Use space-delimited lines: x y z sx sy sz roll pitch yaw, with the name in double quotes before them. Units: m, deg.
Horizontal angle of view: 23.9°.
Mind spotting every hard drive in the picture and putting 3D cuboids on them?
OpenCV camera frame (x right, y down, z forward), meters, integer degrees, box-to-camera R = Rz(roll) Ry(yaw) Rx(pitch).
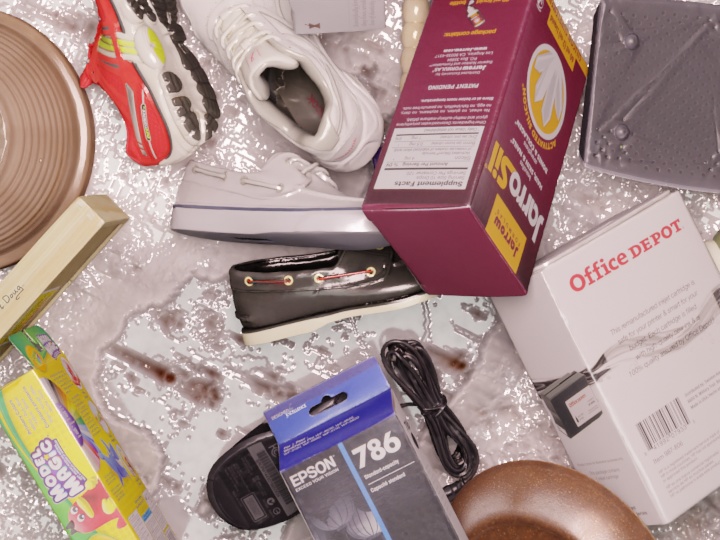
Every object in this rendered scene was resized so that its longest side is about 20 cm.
"hard drive" 0.257 -0.126 1.257 0.198 0.042 0.137 5 92 -16

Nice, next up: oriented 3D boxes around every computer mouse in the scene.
"computer mouse" -0.010 0.147 1.292 0.199 0.046 0.141 -34 108 4

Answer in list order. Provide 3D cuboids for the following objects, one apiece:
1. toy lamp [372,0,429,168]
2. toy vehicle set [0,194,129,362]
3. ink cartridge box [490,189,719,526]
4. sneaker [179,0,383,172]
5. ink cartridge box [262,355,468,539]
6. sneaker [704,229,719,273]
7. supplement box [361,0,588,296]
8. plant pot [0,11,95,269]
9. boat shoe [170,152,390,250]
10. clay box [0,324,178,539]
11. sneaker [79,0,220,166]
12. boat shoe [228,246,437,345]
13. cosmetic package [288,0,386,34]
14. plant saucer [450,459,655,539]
"toy lamp" 0.038 -0.143 1.271 0.057 0.058 0.203 3 90 0
"toy vehicle set" -0.252 0.027 1.242 0.026 0.124 0.200 42 92 -2
"ink cartridge box" 0.204 0.064 1.238 0.144 0.084 0.202 -27 92 -29
"sneaker" -0.066 -0.158 1.235 0.200 0.099 0.078 45 102 14
"ink cartridge box" 0.011 0.173 1.229 0.099 0.039 0.202 -28 90 8
"sneaker" 0.335 0.044 1.270 0.089 0.067 0.201 -33 89 7
"supplement box" 0.085 -0.095 1.193 0.085 0.111 0.202 0 58 31
"plant pot" -0.300 -0.098 1.254 0.198 0.093 0.204 0 92 1
"boat shoe" -0.055 -0.054 1.234 0.198 0.073 0.066 4 83 29
"clay box" -0.209 0.138 1.252 0.047 0.115 0.201 -32 91 2
"sneaker" -0.180 -0.171 1.263 0.084 0.077 0.202 -25 83 27
"boat shoe" 0.000 0.001 1.266 0.199 0.074 0.064 -14 100 5
"cosmetic package" -0.017 -0.280 1.207 0.073 0.102 0.202 -3 69 0
"plant saucer" 0.134 0.239 1.239 0.199 0.037 0.203 14 115 32
